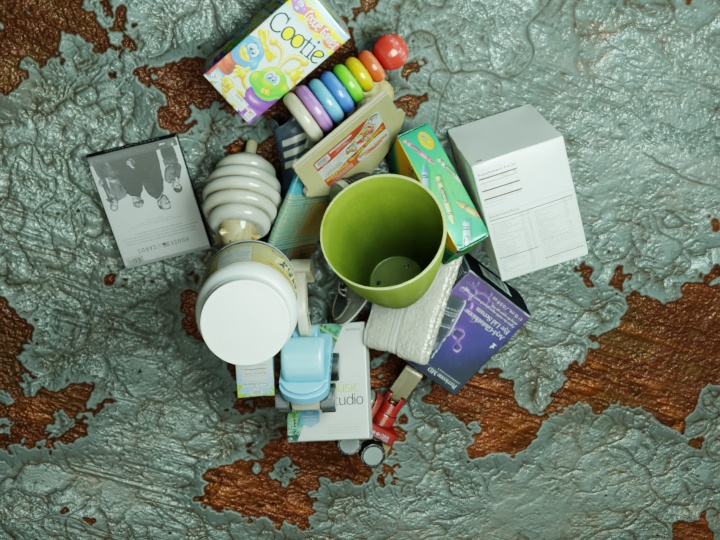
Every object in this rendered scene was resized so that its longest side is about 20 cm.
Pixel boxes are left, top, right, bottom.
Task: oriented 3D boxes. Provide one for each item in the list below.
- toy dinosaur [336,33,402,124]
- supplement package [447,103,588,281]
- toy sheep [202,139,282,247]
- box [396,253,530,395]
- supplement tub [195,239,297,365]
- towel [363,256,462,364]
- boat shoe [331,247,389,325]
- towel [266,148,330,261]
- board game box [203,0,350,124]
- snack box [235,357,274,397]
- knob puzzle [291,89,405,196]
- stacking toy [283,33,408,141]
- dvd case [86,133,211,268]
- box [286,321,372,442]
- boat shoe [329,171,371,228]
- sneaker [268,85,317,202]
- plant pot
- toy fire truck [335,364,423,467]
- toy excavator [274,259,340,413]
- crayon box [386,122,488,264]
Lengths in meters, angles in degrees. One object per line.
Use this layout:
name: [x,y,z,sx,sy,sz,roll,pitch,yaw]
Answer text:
toy dinosaur: [0.007,-0.283,1.598,0.101,0.058,0.200,-6,124,-19]
supplement package: [0.247,-0.127,1.606,0.147,0.191,0.200,-18,116,1]
toy sheep: [-0.185,-0.116,1.593,0.137,0.201,0.138,0,156,0]
box: [0.165,0.087,1.745,0.148,0.104,0.200,35,107,-19]
supplement tub: [-0.162,0.046,1.461,0.144,0.200,0.145,-1,106,-4]
towel: [0.085,0.047,1.682,0.034,0.132,0.201,20,87,-50]
boat shoe: [0.000,0.000,1.707,0.057,0.067,0.200,28,103,-35]
towel: [-0.086,-0.102,1.619,0.022,0.147,0.200,32,110,23]
board game box: [-0.126,-0.333,1.525,0.200,0.103,0.105,-39,112,12]
snack box: [-0.177,0.081,1.675,0.067,0.169,0.201,-4,114,-3]
knob puzzle: [-0.016,-0.187,1.561,0.220,0.220,0.030,-45,71,14]
stacking toy: [-0.014,-0.282,1.513,0.200,0.085,0.085,-37,113,2]
dvd case: [-0.341,-0.110,1.651,0.150,0.025,0.201,-13,116,1]
box: [-0.055,0.191,1.739,0.144,0.036,0.201,-5,79,9]
boat shoe: [-0.013,-0.080,1.646,0.060,0.072,0.201,-30,154,-24]
sneaker: [-0.112,-0.200,1.611,0.084,0.075,0.201,18,108,-3]
plant pot: [0.048,-0.020,1.570,0.187,0.188,0.200,-17,155,3]
toy fire truck: [0.009,0.228,1.796,0.176,0.129,0.200,29,97,-17]
toy excavator: [-0.088,0.109,1.648,0.100,0.195,0.200,0,138,4]
crayon box: [0.118,-0.118,1.590,0.058,0.119,0.200,-26,84,-11]
